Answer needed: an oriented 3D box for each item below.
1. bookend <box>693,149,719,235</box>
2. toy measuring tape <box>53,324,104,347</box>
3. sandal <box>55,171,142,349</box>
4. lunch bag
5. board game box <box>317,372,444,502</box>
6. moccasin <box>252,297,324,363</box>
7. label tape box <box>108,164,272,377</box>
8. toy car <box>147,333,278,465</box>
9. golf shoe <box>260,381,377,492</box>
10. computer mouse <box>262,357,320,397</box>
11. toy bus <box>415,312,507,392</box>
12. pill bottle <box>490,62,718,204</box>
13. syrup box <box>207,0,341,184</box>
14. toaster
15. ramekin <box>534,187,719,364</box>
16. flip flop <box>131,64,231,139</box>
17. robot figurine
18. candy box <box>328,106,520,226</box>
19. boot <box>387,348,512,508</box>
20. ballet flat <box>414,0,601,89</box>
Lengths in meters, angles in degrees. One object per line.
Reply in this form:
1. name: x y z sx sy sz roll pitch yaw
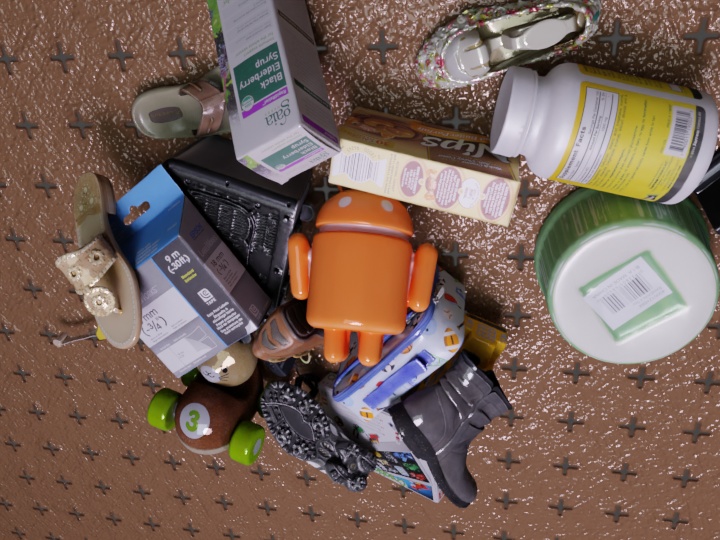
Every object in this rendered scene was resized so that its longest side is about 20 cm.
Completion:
1. bookend: 0.434 -0.014 0.624 0.199 0.200 0.092 41 122 -10
2. toy measuring tape: -0.382 0.062 0.942 0.195 0.074 0.075 -13 115 20
3. sandal: -0.300 -0.015 0.697 0.077 0.069 0.216 -30 67 27
4. lunch bag: 0.049 0.087 0.796 0.075 0.161 0.200 38 121 -11
5. board game box: 0.029 0.232 0.905 0.197 0.034 0.129 15 126 38
6. moccasin: -0.067 0.071 0.797 0.077 0.201 0.074 -36 89 21
7. label tape box: -0.219 0.008 0.735 0.143 0.064 0.201 -30 108 26
8. toy car: -0.192 0.131 0.872 0.161 0.158 0.204 17 128 15
9. golf shoe: -0.069 0.229 0.891 0.200 0.094 0.078 47 74 -15
10. computer mouse: -0.098 0.128 0.882 0.033 0.059 0.202 12 150 23
11. toy bus: 0.124 0.147 0.848 0.064 0.079 0.202 22 136 0
12. pill bottle: 0.235 -0.141 0.644 0.195 0.113 0.115 12 121 1
13. syrup box: -0.089 -0.202 0.653 0.077 0.081 0.205 -22 70 24
14. toaster: -0.164 -0.050 0.796 0.195 0.119 0.184 18 121 3
15. ramekin: 0.298 0.006 0.726 0.195 0.098 0.204 6 120 10
16. flip flop: -0.190 -0.194 0.758 0.195 0.058 0.083 -6 117 17
17. robot figurine: -0.002 0.000 0.708 0.142 0.115 0.206 0 82 45
18. candy box: 0.073 -0.118 0.702 0.195 0.116 0.056 15 122 5
19. boot: 0.131 0.196 0.772 0.130 0.070 0.201 -35 126 2
20. ballet flat: 0.143 -0.234 0.652 0.196 0.064 0.077 -16 115 22
